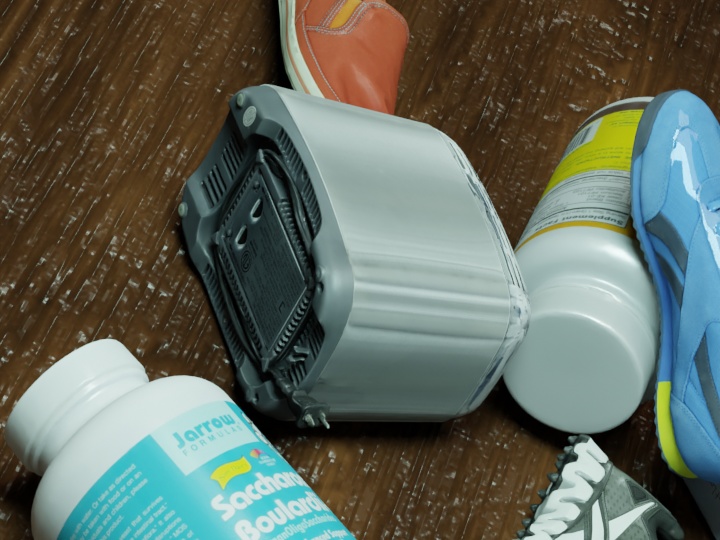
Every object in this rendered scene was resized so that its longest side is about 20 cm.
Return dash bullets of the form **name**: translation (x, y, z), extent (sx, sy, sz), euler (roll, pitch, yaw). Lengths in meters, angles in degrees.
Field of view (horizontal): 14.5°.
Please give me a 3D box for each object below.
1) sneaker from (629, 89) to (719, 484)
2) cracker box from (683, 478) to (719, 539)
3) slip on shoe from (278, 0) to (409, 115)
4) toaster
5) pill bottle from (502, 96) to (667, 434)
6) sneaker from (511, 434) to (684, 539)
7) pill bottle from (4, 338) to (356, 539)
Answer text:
- **sneaker**: translation (0.186, 0.007, 1.421), extent (0.066, 0.078, 0.202), euler (-4, 87, -41)
- **cracker box**: translation (0.246, 0.074, 1.436), extent (0.057, 0.201, 0.134), euler (1, 47, -33)
- **slip on shoe**: translation (-0.003, -0.123, 1.587), extent (0.074, 0.061, 0.201), euler (45, 24, -39)
- **toaster**: translation (0.000, 0.000, 1.431), extent (0.128, 0.114, 0.201), euler (6, 41, -31)
- **pill bottle**: translation (0.138, -0.001, 1.522), extent (0.109, 0.110, 0.200), euler (30, 39, 0)
- **sneaker**: translation (0.107, 0.159, 1.364), extent (0.090, 0.067, 0.200), euler (31, 36, 5)
- **pill bottle**: translation (-0.071, 0.124, 1.254), extent (0.200, 0.111, 0.110), euler (46, 41, 19)
